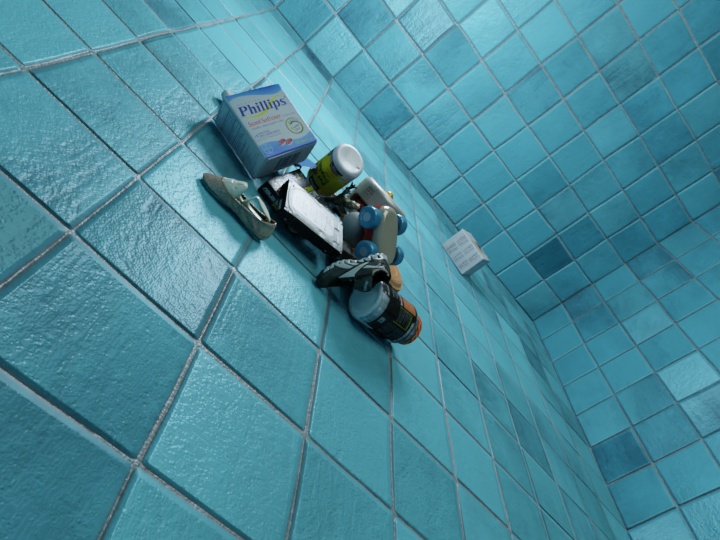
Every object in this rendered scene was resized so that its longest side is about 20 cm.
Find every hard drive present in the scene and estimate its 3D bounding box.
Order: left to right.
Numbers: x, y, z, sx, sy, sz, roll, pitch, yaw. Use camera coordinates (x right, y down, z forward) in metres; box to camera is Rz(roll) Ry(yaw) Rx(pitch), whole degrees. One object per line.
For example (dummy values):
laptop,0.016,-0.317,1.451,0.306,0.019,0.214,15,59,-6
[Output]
hard drive,-0.126,-0.133,1.410,0.200,0.038,0.140,39,31,-29

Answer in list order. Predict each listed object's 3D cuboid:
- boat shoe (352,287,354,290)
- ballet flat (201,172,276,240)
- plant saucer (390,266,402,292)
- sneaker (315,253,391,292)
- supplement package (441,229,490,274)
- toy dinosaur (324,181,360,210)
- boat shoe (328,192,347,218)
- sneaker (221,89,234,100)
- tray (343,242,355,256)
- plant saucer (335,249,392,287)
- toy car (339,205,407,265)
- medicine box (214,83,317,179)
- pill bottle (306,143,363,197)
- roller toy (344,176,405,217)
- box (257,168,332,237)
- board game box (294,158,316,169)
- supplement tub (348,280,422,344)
boat shoe,0.055,0.088,1.568,0.200,0.057,0.069,38,25,-40
ballet flat,-0.264,-0.157,1.223,0.200,0.067,0.068,47,19,-18
plant saucer,0.069,-0.022,1.692,0.200,0.032,0.201,46,20,-23
sneaker,-0.010,0.017,1.361,0.067,0.199,0.091,95,-25,-48
supplement package,0.581,-0.095,2.991,0.200,0.147,0.191,58,19,16
toy dinosaur,-0.054,-0.219,1.632,0.048,0.088,0.200,50,-19,-27
boat shoe,-0.103,-0.242,1.790,0.201,0.057,0.067,64,-15,17
sneaker,-0.310,-0.475,1.597,0.200,0.099,0.078,32,26,-29
tray,-0.075,-0.101,1.641,0.200,0.022,0.108,41,22,-32
plant saucer,0.000,0.000,1.520,0.200,0.032,0.200,34,-5,4
toy car,0.003,-0.100,1.569,0.184,0.199,0.178,5,92,-57
medicine box,-0.251,-0.371,1.448,0.182,0.103,0.200,-31,84,-38
pill bottle,-0.089,-0.293,1.650,0.109,0.200,0.110,16,63,-34
roller toy,0.048,-0.196,1.714,0.182,0.140,0.200,45,9,-15
box,-0.173,-0.188,1.487,0.160,0.044,0.200,52,27,-3
board game box,-0.227,-0.328,1.595,0.199,0.039,0.158,25,18,-4
supplement tub,0.072,0.116,1.459,0.200,0.122,0.123,39,24,-38
